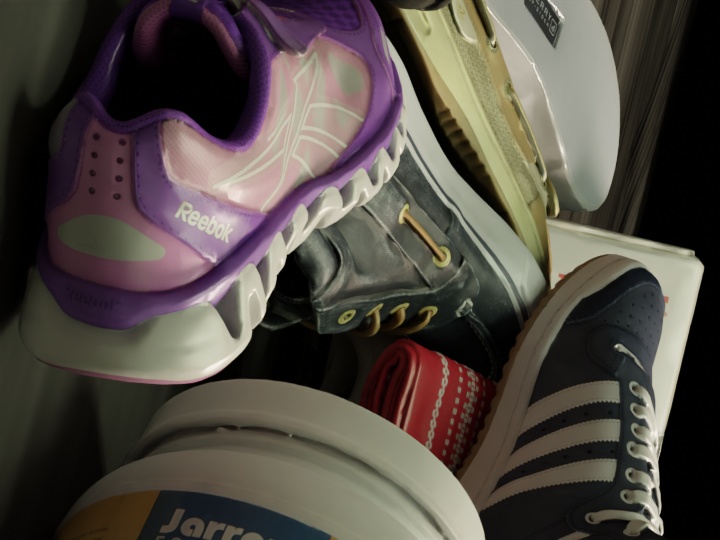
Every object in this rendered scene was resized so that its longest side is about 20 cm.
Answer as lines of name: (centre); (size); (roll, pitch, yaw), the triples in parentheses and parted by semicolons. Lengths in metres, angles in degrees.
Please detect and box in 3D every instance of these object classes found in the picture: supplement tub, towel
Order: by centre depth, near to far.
supplement tub: (-0.047, 0.147, 0.783); (0.145, 0.144, 0.201); (90, 18, -48)
towel: (0.040, 0.116, 0.978); (0.200, 0.022, 0.146); (29, 74, -57)

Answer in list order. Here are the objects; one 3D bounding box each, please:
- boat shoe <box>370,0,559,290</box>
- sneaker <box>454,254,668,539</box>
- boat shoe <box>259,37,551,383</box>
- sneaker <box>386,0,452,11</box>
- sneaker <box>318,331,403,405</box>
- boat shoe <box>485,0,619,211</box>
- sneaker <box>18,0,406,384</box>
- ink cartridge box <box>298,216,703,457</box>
boat shoe: (0.036, -0.060, 0.982); (0.063, 0.073, 0.201); (-51, 130, -31)
sneaker: (0.093, 0.082, 0.928); (0.201, 0.108, 0.070); (-57, 141, -31)
boat shoe: (0.000, 0.000, 0.933); (0.201, 0.070, 0.091); (55, 52, -40)
sneaker: (-0.003, -0.155, 0.819); (0.201, 0.088, 0.075); (92, -14, -55)
sneaker: (-0.037, 0.109, 0.988); (0.200, 0.090, 0.075); (-53, -157, -20)
boat shoe: (0.043, -0.091, 1.063); (0.202, 0.086, 0.075); (50, 52, -54)
sneaker: (-0.040, -0.052, 0.770); (0.200, 0.080, 0.089); (-57, 150, -54)
ink cartridge box: (0.048, 0.071, 1.100); (0.083, 0.146, 0.202); (-158, -98, -68)
